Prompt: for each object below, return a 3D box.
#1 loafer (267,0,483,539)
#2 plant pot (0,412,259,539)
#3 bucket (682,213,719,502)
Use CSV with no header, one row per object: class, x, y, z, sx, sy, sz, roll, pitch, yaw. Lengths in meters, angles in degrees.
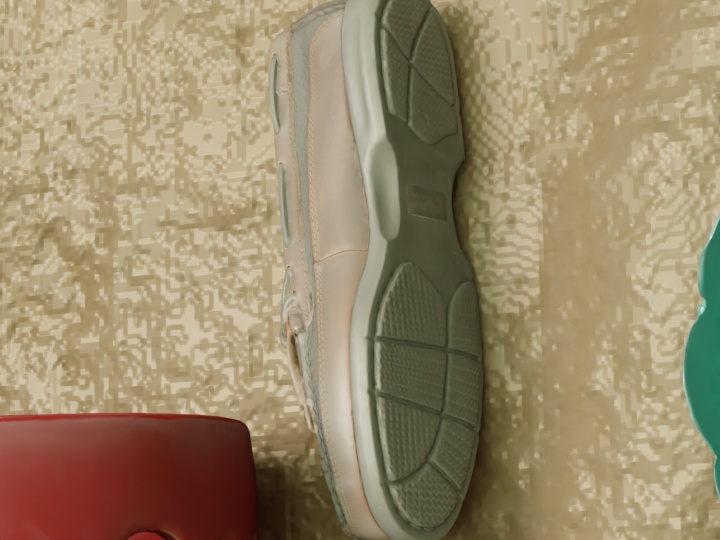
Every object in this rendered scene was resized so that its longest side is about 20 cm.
loafer,0.000,0.000,0.879,0.063,0.072,0.201,-13,69,35
plant pot,-0.131,0.142,0.825,0.199,0.200,0.184,-4,81,20
bucket,0.209,0.032,0.749,0.206,0.135,0.209,-3,80,19
